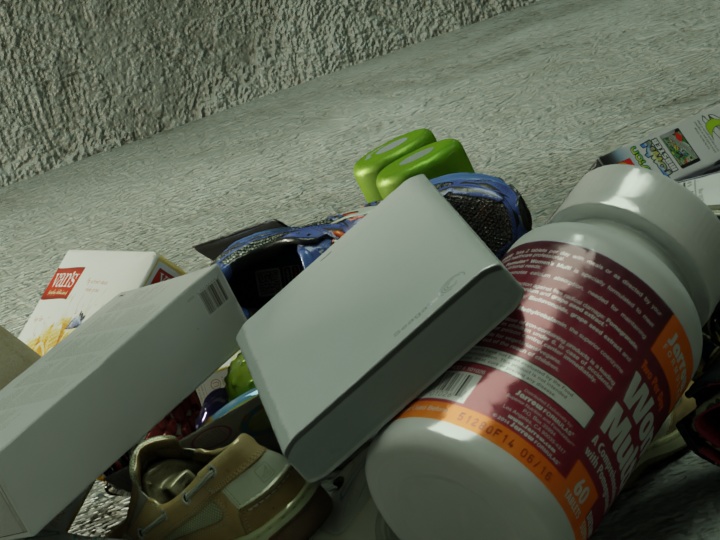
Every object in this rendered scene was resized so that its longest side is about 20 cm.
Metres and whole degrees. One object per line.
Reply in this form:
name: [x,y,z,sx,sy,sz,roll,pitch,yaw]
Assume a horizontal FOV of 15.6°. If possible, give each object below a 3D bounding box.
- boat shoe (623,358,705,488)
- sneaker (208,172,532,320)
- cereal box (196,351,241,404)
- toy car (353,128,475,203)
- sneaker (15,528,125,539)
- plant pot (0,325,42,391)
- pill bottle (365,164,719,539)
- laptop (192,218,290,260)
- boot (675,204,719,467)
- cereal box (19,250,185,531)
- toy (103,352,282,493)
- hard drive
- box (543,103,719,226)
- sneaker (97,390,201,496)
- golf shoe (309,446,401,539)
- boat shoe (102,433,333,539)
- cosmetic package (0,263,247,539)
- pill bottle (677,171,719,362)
boat shoe: [0.129,0.070,1.373,0.074,0.067,0.200,-10,12,32]
sneaker: [0.000,0.000,1.433,0.199,0.076,0.078,-18,1,19]
cereal box: [-0.131,0.081,1.796,0.199,0.040,0.144,-18,10,-5]
toy car: [-0.004,0.037,1.532,0.199,0.165,0.158,-27,10,-5]
sneaker: [-0.152,0.166,1.341,0.080,0.071,0.200,-15,16,-29]
plant pot: [-0.313,0.084,1.425,0.200,0.177,0.200,-25,20,51]
pill bottle: [0.095,0.048,1.247,0.109,0.110,0.200,-5,39,47]
laptop: [0.020,-0.016,1.772,0.199,0.117,0.187,-27,5,-20]
boot: [0.193,0.034,1.340,0.203,0.074,0.153,18,32,33]
cereal box: [-0.180,0.082,1.529,0.144,0.039,0.201,1,61,62]
toy: [-0.037,0.065,1.421,0.199,0.047,0.115,-26,-25,9]
hard drive: [0.004,0.023,1.279,0.132,0.026,0.200,-42,16,2]
box: [0.153,-0.021,1.635,0.110,0.035,0.200,-23,-18,-34]
sneaker: [-0.128,0.110,1.578,0.082,0.078,0.200,-21,1,-4]
golf shoe: [0.025,0.101,1.367,0.097,0.079,0.200,-19,8,20]
boat shoe: [-0.089,0.117,1.349,0.200,0.076,0.072,-25,19,53]
cosmetic package: [-0.146,0.071,1.367,0.082,0.051,0.200,-13,20,41]
pill bottle: [0.208,-0.001,1.493,0.199,0.112,0.111,-14,11,13]
